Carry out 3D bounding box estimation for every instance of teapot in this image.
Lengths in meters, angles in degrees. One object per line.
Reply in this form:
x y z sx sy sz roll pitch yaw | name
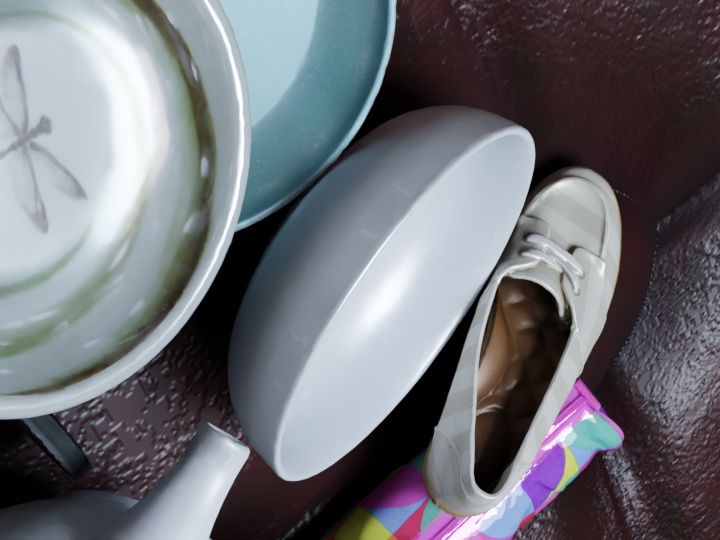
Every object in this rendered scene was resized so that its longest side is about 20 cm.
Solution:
-0.116 0.173 0.869 0.146 0.199 0.198 -56 131 -39 | teapot

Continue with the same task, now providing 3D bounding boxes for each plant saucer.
-0.083 -0.103 0.801 0.198 0.036 0.201 -11 125 -16 | plant saucer
-0.133 -0.045 0.739 0.199 0.050 0.202 -14 111 -40 | plant saucer

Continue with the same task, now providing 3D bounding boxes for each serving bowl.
0.000 0.000 0.911 0.200 0.066 0.200 -48 162 -20 | serving bowl

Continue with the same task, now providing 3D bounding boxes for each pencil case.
0.053 0.130 1.044 0.200 0.088 0.089 -45 135 -13 | pencil case

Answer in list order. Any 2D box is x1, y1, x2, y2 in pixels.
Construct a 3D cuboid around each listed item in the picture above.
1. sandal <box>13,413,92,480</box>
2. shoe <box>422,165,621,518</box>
-0.154 0.018 0.814 0.048 0.075 0.201 -37 133 -11 | sandal
0.091 0.035 0.998 0.069 0.053 0.201 23 77 -2 | shoe
